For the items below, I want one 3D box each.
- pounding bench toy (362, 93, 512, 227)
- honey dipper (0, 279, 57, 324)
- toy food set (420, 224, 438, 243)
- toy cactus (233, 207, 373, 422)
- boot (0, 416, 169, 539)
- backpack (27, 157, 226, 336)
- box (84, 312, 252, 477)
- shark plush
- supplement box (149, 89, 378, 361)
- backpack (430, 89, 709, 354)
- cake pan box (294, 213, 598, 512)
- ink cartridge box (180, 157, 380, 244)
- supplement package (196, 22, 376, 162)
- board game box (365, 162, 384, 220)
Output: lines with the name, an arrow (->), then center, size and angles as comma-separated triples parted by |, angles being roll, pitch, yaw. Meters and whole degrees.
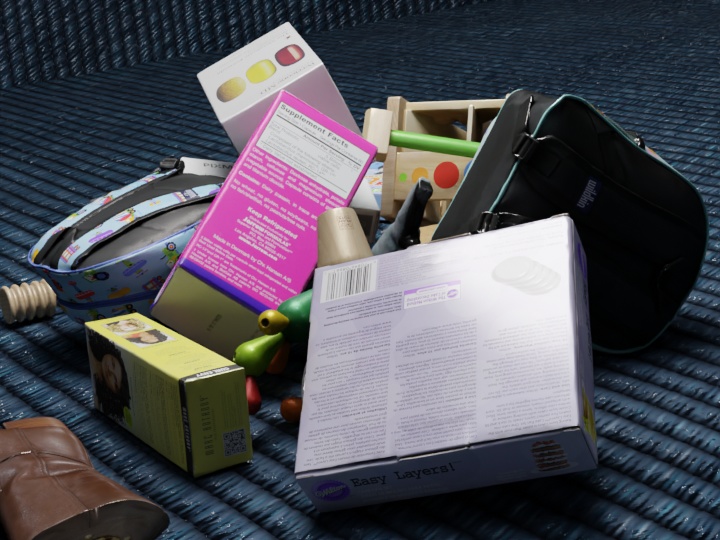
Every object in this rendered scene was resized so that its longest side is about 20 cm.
pounding bench toy -> 0.104, -0.110, 1.570 | 0.156, 0.125, 0.200 | 1, -10, 24
honey dipper -> -0.257, 0.018, 1.570 | 0.200, 0.038, 0.038 | -10, 15, -28
toy food set -> 0.097, -0.005, 1.474 | 0.198, 0.049, 0.200 | 3, 18, 31
toy cactus -> -0.005, 0.030, 1.187 | 0.199, 0.165, 0.102 | -10, -20, -7
boot -> -0.239, 0.157, 1.016 | 0.186, 0.064, 0.200 | -16, 23, -25
backpack -> -0.188, -0.006, 1.431 | 0.200, 0.135, 0.182 | -27, 23, -31
box -> -0.148, 0.089, 1.188 | 0.050, 0.075, 0.200 | -12, 15, -29
shark plush -> 0.000, 0.000, 1.279 | 0.091, 0.200, 0.083 | -26, 68, -30
supplement box -> -0.079, -0.034, 1.318 | 0.200, 0.103, 0.101 | -61, 6, -32
backpack -> 0.171, -0.033, 1.271 | 0.200, 0.176, 0.153 | 28, -3, -17
cake pan box -> 0.053, 0.061, 1.045 | 0.200, 0.052, 0.184 | -13, 43, 15
ink cartridge box -> -0.091, -0.087, 1.636 | 0.199, 0.044, 0.174 | 6, 24, -12
supplement package -> -0.074, -0.149, 1.517 | 0.114, 0.110, 0.200 | -31, 23, -1
board game box -> 0.053, -0.100, 1.858 | 0.151, 0.037, 0.200 | 5, 20, 34
